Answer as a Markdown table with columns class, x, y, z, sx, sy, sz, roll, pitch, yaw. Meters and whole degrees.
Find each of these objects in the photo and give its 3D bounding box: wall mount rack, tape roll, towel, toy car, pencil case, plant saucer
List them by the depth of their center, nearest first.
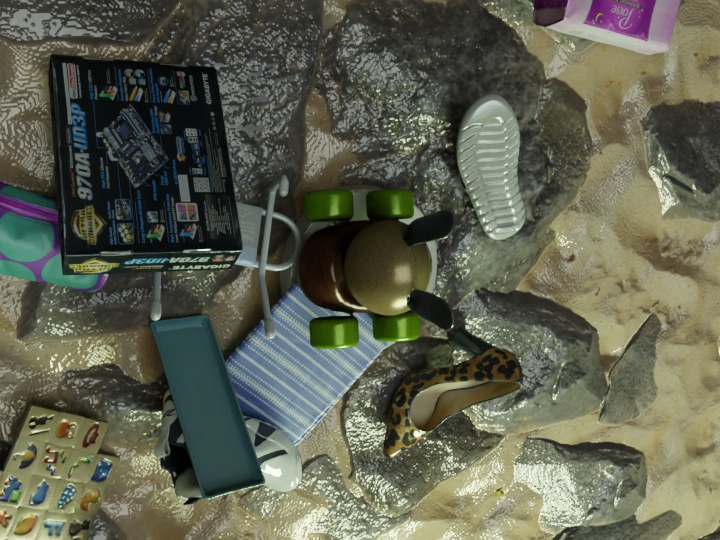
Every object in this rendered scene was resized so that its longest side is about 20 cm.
| class | x | y | z | sx | sy | sz | roll | pitch | yaw |
| --- | --- | --- | --- | --- | --- | --- | --- | --- | --- |
| pencil case | -0.326 | -0.042 | 0.733 | 0.198 | 0.086 | 0.092 | 16 | 140 | -32 |
| toy car | 0.039 | -0.004 | 0.814 | 0.156 | 0.199 | 0.167 | -4 | 92 | -31 |
| wall mount rack | -0.145 | -0.022 | 0.815 | 0.197 | 0.074 | 0.177 | 11 | 75 | -22 |
| plant saucer | -0.163 | 0.139 | 0.836 | 0.069 | 0.202 | 0.019 | -5 | 149 | -35 |
| towel | -0.072 | 0.106 | 0.927 | 0.144 | 0.024 | 0.200 | 39 | 99 | -26 |
| tape roll | 0.000 | 0.000 | 0.955 | 0.200 | 0.037 | 0.206 | -8 | 108 | -26 |

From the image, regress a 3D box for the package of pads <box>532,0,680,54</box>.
| class | x | y | z | sx | sy | sz | roll | pitch | yaw |
| --- | --- | --- | --- | --- | --- | --- | --- | --- | --- |
| package of pads | 0.313 | -0.347 | 1.000 | 0.197 | 0.075 | 0.122 | 3 | 102 | -29 |

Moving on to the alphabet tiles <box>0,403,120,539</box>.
| class | x | y | z | sx | sy | sz | roll | pitch | yaw |
| --- | --- | --- | --- | --- | --- | --- | --- | --- | --- |
| alphabet tiles | -0.334 | 0.241 | 0.815 | 0.167 | 0.007 | 0.203 | 31 | 77 | -52 |

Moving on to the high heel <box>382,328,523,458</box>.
| class | x | y | z | sx | sy | sz | roll | pitch | yaw |
| --- | --- | --- | --- | --- | --- | --- | --- | --- | --- |
| high heel | 0.112 | 0.173 | 1.004 | 0.071 | 0.142 | 0.201 | 40 | 84 | -31 |

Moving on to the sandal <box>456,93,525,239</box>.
| class | x | y | z | sx | sy | sz | roll | pitch | yaw |
| --- | --- | --- | --- | --- | --- | --- | --- | --- | --- |
| sandal | 0.157 | -0.127 | 1.000 | 0.081 | 0.050 | 0.205 | -19 | 127 | -7 |

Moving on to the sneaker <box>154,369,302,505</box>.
| class | x | y | z | sx | sy | sz | roll | pitch | yaw |
| --- | --- | --- | --- | --- | --- | --- | --- | --- | --- |
| sneaker | -0.148 | 0.216 | 0.874 | 0.079 | 0.130 | 0.200 | -21 | 123 | 27 |

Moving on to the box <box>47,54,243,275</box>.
| class | x | y | z | sx | sy | sz | roll | pitch | yaw |
| --- | --- | --- | --- | --- | --- | --- | --- | --- | --- |
| box | -0.201 | -0.099 | 0.745 | 0.157 | 0.046 | 0.203 | -3 | 70 | -26 |
